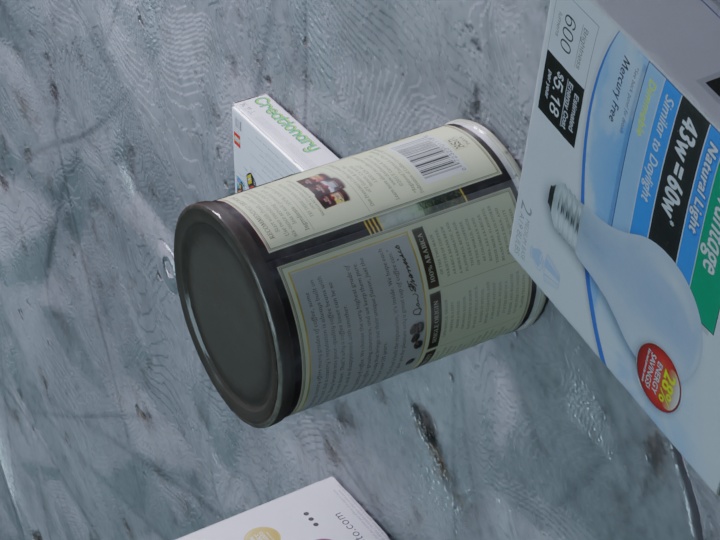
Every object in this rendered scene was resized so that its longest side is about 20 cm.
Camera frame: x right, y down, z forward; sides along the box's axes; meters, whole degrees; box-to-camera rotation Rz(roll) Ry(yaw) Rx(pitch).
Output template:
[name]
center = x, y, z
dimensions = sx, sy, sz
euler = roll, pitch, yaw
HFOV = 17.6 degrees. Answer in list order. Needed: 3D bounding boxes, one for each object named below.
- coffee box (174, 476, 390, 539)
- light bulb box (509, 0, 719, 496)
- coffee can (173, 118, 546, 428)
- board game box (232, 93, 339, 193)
[coffee box]
center = -0.054, 0.326, 1.839
dimensions = 0.200, 0.197, 0.201
euler = 43, 144, 46
[light bulb box]
center = 0.187, -0.034, 1.164
dimensions = 0.200, 0.124, 0.199
euler = 51, 149, 39
[coffee can]
center = 0.000, 0.000, 1.490
dimensions = 0.146, 0.199, 0.147
euler = 45, 145, 45
[board game box]
center = -0.036, -0.032, 1.741
dimensions = 0.200, 0.034, 0.127
euler = 44, 143, 46
